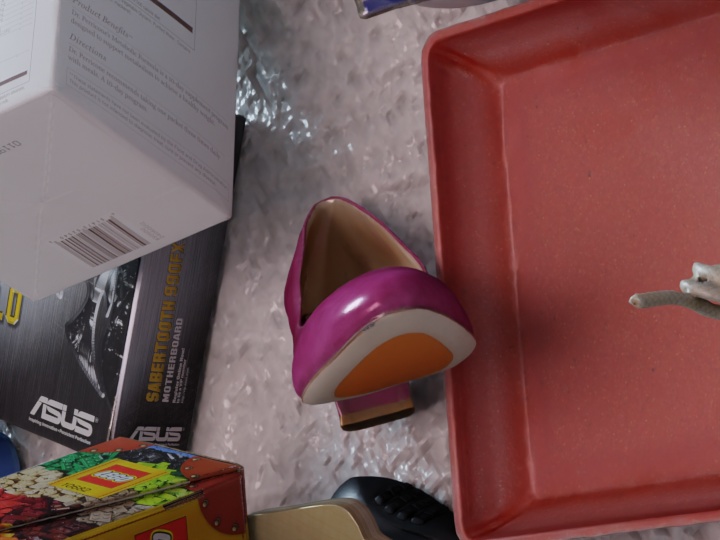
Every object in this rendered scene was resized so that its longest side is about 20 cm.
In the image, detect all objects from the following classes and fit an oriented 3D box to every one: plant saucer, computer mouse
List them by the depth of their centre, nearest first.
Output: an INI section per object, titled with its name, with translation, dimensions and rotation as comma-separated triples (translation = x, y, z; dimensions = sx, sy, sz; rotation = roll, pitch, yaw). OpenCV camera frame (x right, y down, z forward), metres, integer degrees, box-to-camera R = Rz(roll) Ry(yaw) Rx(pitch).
[plant saucer]
translation = 0.109, -0.007, 0.963
dimensions = 0.199, 0.037, 0.201
rotation = -14, 76, 46
[computer mouse]
translation = 0.047, 0.136, 1.020
dimensions = 0.200, 0.034, 0.059
rotation = 31, 108, 43

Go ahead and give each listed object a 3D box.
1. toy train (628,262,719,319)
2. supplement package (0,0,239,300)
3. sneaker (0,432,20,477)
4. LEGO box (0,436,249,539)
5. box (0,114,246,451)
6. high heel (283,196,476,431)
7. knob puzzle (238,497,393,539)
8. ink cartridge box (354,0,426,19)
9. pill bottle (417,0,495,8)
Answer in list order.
[toy train]
translation = 0.179, -0.009, 0.772
dimensions = 0.116, 0.200, 0.085
rotation = -44, 55, 29
[supplement package]
translation = -0.124, -0.111, 1.112
dimensions = 0.114, 0.109, 0.200
rotation = -21, 52, 31
[sneaker]
translation = -0.252, 0.110, 1.308
dimensions = 0.200, 0.078, 0.070
rotation = -19, 73, 44
[LEGO box]
translation = -0.114, 0.182, 1.028
dimensions = 0.077, 0.149, 0.201
rotation = 9, 108, 43
[box]
translation = -0.143, -0.011, 1.224
dimensions = 0.200, 0.048, 0.159
rotation = 17, 100, 46
[high heel]
translation = 0.000, 0.000, 0.999
dimensions = 0.067, 0.200, 0.096
rotation = -15, 80, 1
[knob puzzle]
translation = -0.008, 0.176, 1.049
dimensions = 0.219, 0.030, 0.220
rotation = 16, 114, 41
[ink cartridge box]
translation = 0.066, -0.183, 0.924
dimensions = 0.041, 0.199, 0.200
rotation = 93, 163, -65
[pill bottle]
translation = 0.018, -0.206, 1.020
dimensions = 0.113, 0.113, 0.200
rotation = -42, 58, 36
